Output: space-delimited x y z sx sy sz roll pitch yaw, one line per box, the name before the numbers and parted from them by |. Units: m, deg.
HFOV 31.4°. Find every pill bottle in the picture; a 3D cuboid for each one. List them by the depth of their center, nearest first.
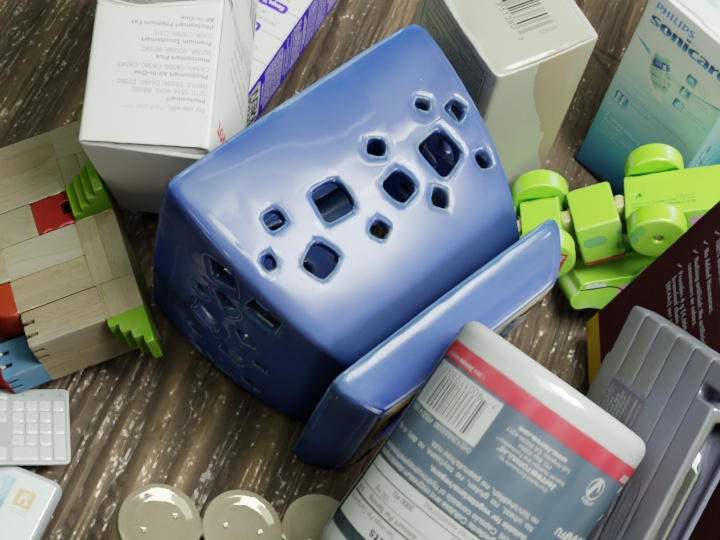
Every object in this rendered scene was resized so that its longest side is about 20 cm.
pill bottle | 0.049 0.140 0.682 0.119 0.120 0.201 35 91 11

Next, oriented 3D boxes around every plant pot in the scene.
plant pot | 0.000 0.000 0.803 0.199 0.200 0.180 -35 79 -22

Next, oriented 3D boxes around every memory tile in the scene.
memory tile | -0.045 0.199 0.734 0.198 0.017 0.154 8 55 -21

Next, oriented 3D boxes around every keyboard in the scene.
keyboard | -0.281 0.097 0.790 0.198 0.011 0.057 2 44 -17

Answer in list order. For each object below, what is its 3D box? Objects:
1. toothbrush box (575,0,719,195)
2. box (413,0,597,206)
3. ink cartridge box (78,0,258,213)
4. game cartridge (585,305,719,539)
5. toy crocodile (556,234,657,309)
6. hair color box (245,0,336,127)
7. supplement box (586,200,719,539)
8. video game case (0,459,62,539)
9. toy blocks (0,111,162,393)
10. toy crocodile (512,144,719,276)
toothbrush box | 0.251 -0.145 0.903 0.146 0.200 0.085 -38 73 -22
box | 0.081 -0.116 0.866 0.077 0.200 0.095 -23 68 -18
ink cartridge box | -0.116 -0.149 0.822 0.084 0.146 0.202 5 76 2
game cartridge | 0.145 0.129 0.719 0.038 0.130 0.201 23 99 -13
toy crocodile | 0.238 0.003 0.907 0.198 0.062 0.068 -10 28 -10
hair color box | -0.090 -0.202 0.967 0.109 0.065 0.201 28 61 6
supplement box | 0.242 0.088 0.770 0.132 0.200 0.199 10 61 -14
video game case | -0.309 0.174 0.765 0.199 0.023 0.183 21 62 4
toy blocks | -0.220 -0.004 0.837 0.136 0.100 0.201 -21 63 -5
toy crocodile | 0.165 -0.033 0.865 0.198 0.062 0.068 -11 50 15
